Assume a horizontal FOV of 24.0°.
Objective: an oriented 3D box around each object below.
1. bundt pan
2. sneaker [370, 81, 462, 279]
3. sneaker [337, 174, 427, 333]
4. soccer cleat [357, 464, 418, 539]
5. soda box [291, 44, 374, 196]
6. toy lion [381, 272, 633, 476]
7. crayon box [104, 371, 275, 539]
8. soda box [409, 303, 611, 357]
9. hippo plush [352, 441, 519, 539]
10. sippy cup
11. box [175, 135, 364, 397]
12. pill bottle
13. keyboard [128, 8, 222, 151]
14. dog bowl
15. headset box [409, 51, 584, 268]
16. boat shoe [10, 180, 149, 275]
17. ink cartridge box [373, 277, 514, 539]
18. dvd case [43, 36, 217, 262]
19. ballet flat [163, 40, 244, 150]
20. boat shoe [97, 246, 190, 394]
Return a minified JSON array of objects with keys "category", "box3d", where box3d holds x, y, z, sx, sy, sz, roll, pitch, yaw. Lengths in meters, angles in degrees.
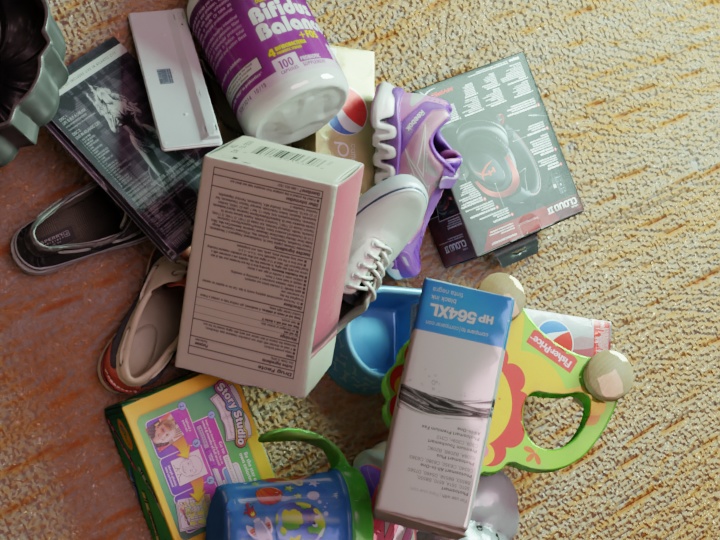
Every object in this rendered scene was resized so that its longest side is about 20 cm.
[{"category":"bundt pan","box3d":[-0.342,-0.167,1.485,0.076,0.200,0.204,50,54,-59]},{"category":"sneaker","box3d":[0.057,-0.086,1.671,0.087,0.081,0.203,0,112,5]},{"category":"sneaker","box3d":[0.000,0.000,1.617,0.073,0.071,0.201,28,110,-35]},{"category":"soccer cleat","box3d":[0.014,0.280,1.541,0.076,0.066,0.203,-13,96,-45]},{"category":"soda box","box3d":[-0.028,-0.117,1.685,0.067,0.064,0.203,6,78,-25]},{"category":"toy lion","box3d":[0.126,0.118,1.574,0.199,0.069,0.193,34,74,1]},{"category":"crayon box","box3d":[-0.144,0.198,1.573,0.118,0.058,0.202,-21,91,-28]},{"category":"soda box","box3d":[0.148,0.073,1.678,0.198,0.070,0.064,9,76,-24]},{"category":"hippo plush","box3d":[0.063,0.246,1.609,0.158,0.160,0.202,32,68,-18]},{"category":"sippy cup","box3d":[-0.068,0.241,1.504,0.129,0.141,0.179,4,36,-17]},{"category":"box","box3d":[-0.081,-0.006,1.537,0.126,0.109,0.203,13,107,10]},{"category":"pill bottle","box3d":[-0.099,-0.229,1.623,0.111,0.112,0.201,-18,69,-28]},{"category":"keyboard","box3d":[-0.175,-0.181,1.584,0.056,0.011,0.201,-11,47,-9]},{"category":"dog bowl","box3d":[0.055,0.069,1.700,0.198,0.049,0.113,5,79,-25]},{"category":"headset box","box3d":[0.132,-0.105,1.755,0.147,0.075,0.202,-23,91,-28]},{"category":"boat shoe","box3d":[-0.227,-0.052,1.568,0.199,0.071,0.073,-32,95,-30]},{"category":"ink cartridge box","box3d":[0.071,0.124,1.469,0.083,0.146,0.202,13,79,3]},{"category":"dvd case","box3d":[-0.204,-0.115,1.574,0.200,0.016,0.149,47,38,-3]},{"category":"ballet flat","box3d":[-0.130,-0.140,1.647,0.067,0.046,0.201,-40,99,-26]},{"category":"boat shoe","box3d":[-0.177,0.027,1.585,0.071,0.062,0.201,36,66,-14]}]
